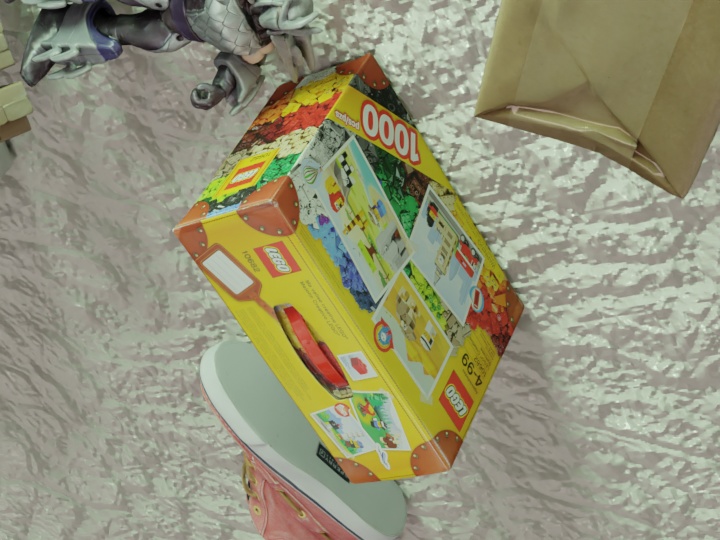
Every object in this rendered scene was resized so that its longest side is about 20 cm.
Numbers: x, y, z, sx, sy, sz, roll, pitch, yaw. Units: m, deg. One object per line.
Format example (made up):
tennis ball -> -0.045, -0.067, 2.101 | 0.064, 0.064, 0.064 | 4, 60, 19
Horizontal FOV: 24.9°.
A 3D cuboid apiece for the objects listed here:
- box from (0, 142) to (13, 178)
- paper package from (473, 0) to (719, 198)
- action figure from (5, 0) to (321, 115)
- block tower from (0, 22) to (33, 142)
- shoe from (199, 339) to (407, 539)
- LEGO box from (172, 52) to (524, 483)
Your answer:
box -> -0.367, -0.116, 1.061 | 0.199, 0.131, 0.200 | 4, 130, 24
paper package -> 0.142, -0.168, 0.697 | 0.103, 0.200, 0.191 | 21, 137, 10
action figure -> -0.109, -0.146, 0.929 | 0.199, 0.070, 0.130 | 6, 138, 28
block tower -> -0.255, -0.168, 0.960 | 0.054, 0.058, 0.201 | 3, 116, 61
shoe -> -0.063, 0.138, 1.172 | 0.091, 0.072, 0.200 | -29, 117, 36
LEGO box -> 0.000, 0.000, 0.959 | 0.077, 0.149, 0.200 | -13, 122, 36
